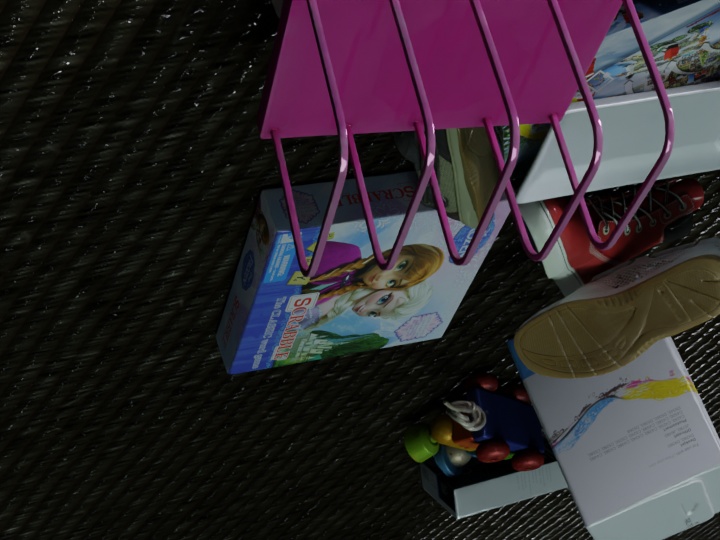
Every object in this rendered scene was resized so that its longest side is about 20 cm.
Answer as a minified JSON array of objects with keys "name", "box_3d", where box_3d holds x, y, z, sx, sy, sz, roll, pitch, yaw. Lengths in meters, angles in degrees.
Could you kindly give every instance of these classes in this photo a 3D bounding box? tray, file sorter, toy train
[{"name":"tray","box_3d":[0.209,-0.101,1.063,0.198,0.022,0.108,-10,149,-21]},{"name":"file sorter","box_3d":[0.057,-0.080,0.825,0.198,0.127,0.139,-5,150,-16]},{"name":"toy train","box_3d":[0.090,0.157,1.448,0.115,0.086,0.199,-22,154,30]}]

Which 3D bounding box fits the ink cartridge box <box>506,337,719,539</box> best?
[{"name":"ink cartridge box","box_3d":[0.254,0.146,1.405,0.145,0.201,0.147,-26,151,8]}]

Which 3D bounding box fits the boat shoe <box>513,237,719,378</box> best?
[{"name":"boat shoe","box_3d":[0.220,0.030,1.206,0.199,0.071,0.069,-23,-162,29]}]

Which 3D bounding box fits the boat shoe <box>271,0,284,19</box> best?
[{"name":"boat shoe","box_3d":[0.048,-0.174,0.858,0.198,0.069,0.072,-17,152,-8]}]

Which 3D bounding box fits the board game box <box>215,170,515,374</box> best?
[{"name":"board game box","box_3d":[0.000,0.000,1.149,0.197,0.041,0.201,-9,149,-22]}]

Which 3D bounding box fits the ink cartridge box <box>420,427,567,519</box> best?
[{"name":"ink cartridge box","box_3d":[0.172,0.211,1.573,0.198,0.040,0.099,-12,-166,-18]}]

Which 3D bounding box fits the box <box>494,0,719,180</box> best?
[{"name":"box","box_3d":[0.184,-0.145,1.033,0.198,0.038,0.137,-21,152,-3]}]

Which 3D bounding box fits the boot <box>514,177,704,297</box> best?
[{"name":"boot","box_3d":[0.203,-0.049,1.181,0.143,0.073,0.200,-29,159,12]}]

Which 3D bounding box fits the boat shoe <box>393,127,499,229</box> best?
[{"name":"boat shoe","box_3d":[0.052,-0.098,0.991,0.065,0.072,0.202,6,148,18]}]
